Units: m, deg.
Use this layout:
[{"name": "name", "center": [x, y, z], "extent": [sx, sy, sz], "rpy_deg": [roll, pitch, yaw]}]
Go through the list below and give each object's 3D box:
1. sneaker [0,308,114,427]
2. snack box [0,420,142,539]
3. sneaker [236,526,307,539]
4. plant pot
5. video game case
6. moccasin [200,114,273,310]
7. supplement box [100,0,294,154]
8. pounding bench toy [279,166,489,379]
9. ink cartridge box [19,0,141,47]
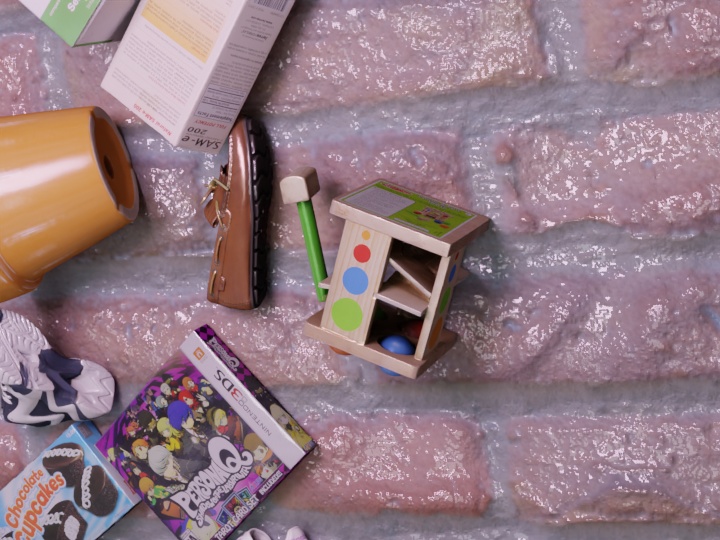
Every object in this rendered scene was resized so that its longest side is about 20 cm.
[{"name": "sneaker", "center": [-0.382, 0.117, 1.694], "extent": [0.129, 0.198, 0.080], "rpy_deg": [-25, 51, 37]}, {"name": "snack box", "center": [-0.348, 0.272, 1.773], "extent": [0.200, 0.037, 0.116], "rpy_deg": [-42, 85, 25]}, {"name": "sneaker", "center": [-0.128, 0.341, 1.691], "extent": [0.199, 0.075, 0.100], "rpy_deg": [-23, 80, 21]}, {"name": "plant pot", "center": [-0.339, -0.085, 1.610], "extent": [0.182, 0.200, 0.202], "rpy_deg": [-18, 96, 10]}, {"name": "video game case", "center": [-0.172, 0.190, 1.682], "extent": [0.181, 0.036, 0.200], "rpy_deg": [47, 115, 7]}, {"name": "moccasin", "center": [-0.132, -0.061, 1.589], "extent": [0.077, 0.074, 0.203], "rpy_deg": [8, 113, 12]}, {"name": "supplement box", "center": [-0.157, -0.234, 1.524], "extent": [0.126, 0.073, 0.201], "rpy_deg": [39, 108, 30]}, {"name": "pounding bench toy", "center": [0.000, 0.000, 1.516], "extent": [0.199, 0.124, 0.157], "rpy_deg": [21, 110, 16]}, {"name": "ink cartridge box", "center": [-0.305, -0.322, 1.552], "extent": [0.200, 0.146, 0.085], "rpy_deg": [41, 113, 8]}]
